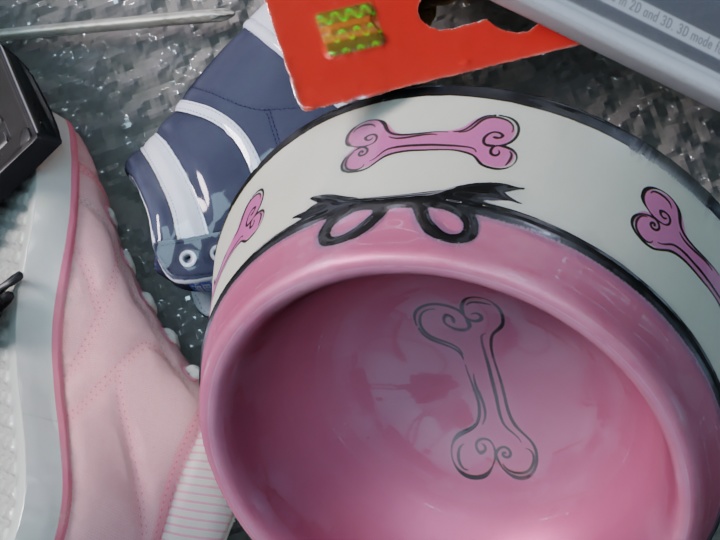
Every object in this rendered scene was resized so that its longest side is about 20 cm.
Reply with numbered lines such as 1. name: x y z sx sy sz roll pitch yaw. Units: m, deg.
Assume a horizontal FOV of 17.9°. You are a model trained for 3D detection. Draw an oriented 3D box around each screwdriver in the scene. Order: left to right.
1. screwdriver: -0.147 -0.094 0.879 0.200 0.028 0.029 -9 108 10

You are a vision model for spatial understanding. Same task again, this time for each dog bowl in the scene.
1. dog bowl: 0.035 0.043 0.749 0.200 0.200 0.074 9 37 12

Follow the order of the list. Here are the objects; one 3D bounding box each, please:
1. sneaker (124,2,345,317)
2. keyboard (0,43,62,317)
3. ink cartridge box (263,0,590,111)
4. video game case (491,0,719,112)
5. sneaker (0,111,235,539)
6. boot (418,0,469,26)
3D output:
1. sneaker: 0.000 0.000 0.822 0.108 0.070 0.200 -43 71 -5
2. keyboard: -0.183 0.011 0.833 0.200 0.021 0.127 -42 46 15
3. ink cartridge box: 0.027 -0.166 0.736 0.162 0.050 0.200 -14 72 -12
4. video game case: 0.143 -0.138 0.735 0.200 0.023 0.182 25 82 -10
5. sneaker: -0.094 0.038 0.836 0.075 0.105 0.200 -41 42 39
6. boot: -0.034 -0.140 0.822 0.201 0.071 0.144 -17 69 26
